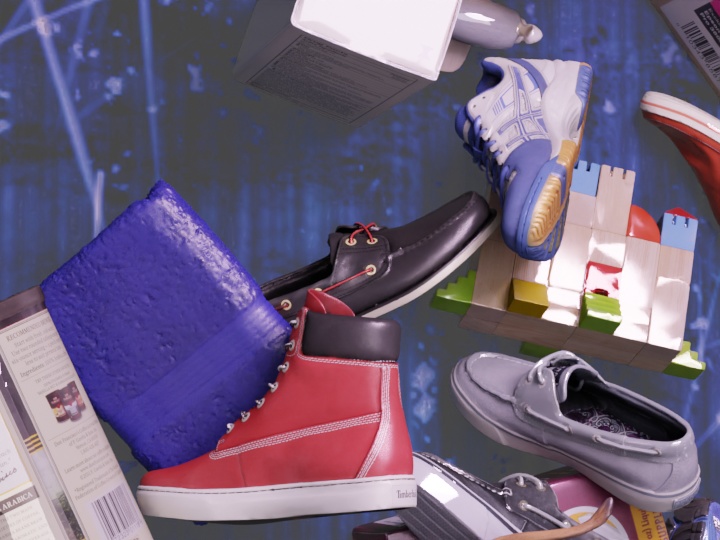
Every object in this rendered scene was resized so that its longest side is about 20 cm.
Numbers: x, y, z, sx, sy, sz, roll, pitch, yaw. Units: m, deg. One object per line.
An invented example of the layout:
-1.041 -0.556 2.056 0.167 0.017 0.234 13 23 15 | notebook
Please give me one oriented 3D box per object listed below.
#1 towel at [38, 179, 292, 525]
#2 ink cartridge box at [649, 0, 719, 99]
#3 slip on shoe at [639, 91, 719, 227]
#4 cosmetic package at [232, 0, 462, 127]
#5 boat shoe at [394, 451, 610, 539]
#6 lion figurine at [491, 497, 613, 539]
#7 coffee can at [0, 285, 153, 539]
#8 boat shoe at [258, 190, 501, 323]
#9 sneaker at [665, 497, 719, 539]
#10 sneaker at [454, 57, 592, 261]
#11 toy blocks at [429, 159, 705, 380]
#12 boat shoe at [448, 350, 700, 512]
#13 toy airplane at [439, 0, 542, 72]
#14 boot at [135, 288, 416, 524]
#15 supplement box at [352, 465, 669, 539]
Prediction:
-0.117 0.055 1.465 0.148 0.050 0.200 -38 98 16 | towel
0.308 -0.165 1.566 0.075 0.165 0.200 -38 94 -16 | ink cartridge box
0.277 -0.057 1.599 0.200 0.074 0.061 41 95 -6 | slip on shoe
-0.012 -0.158 1.459 0.103 0.200 0.073 21 80 -13 | cosmetic package
0.100 0.168 1.444 0.200 0.072 0.071 37 65 -17 | boat shoe
0.101 0.224 1.394 0.122 0.072 0.201 7 113 14 | lion figurine
-0.229 0.130 1.397 0.146 0.146 0.200 -25 93 -16 | coffee can
0.000 0.001 1.488 0.201 0.074 0.063 -30 101 7 | boat shoe
0.258 0.259 1.565 0.078 0.075 0.201 -9 95 -25 | sneaker
0.104 -0.076 1.494 0.088 0.200 0.075 10 126 5 | sneaker
0.157 -0.014 1.555 0.199 0.100 0.137 13 68 -4 | toy blocks
0.146 0.091 1.493 0.070 0.200 0.072 -35 138 -38 | boat shoe
0.102 -0.246 1.505 0.199 0.200 0.141 -35 51 -1 | toy airplane
-0.059 0.090 1.415 0.199 0.072 0.145 -10 81 28 | boot
0.109 0.205 1.515 0.199 0.086 0.111 -15 89 -16 | supplement box
